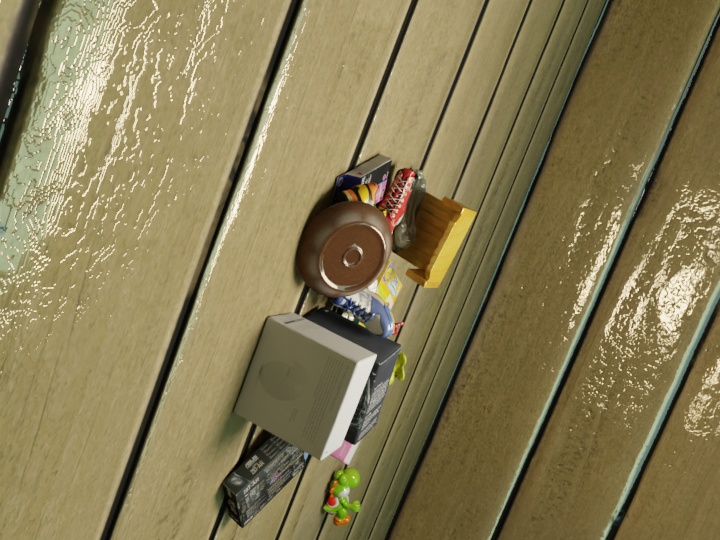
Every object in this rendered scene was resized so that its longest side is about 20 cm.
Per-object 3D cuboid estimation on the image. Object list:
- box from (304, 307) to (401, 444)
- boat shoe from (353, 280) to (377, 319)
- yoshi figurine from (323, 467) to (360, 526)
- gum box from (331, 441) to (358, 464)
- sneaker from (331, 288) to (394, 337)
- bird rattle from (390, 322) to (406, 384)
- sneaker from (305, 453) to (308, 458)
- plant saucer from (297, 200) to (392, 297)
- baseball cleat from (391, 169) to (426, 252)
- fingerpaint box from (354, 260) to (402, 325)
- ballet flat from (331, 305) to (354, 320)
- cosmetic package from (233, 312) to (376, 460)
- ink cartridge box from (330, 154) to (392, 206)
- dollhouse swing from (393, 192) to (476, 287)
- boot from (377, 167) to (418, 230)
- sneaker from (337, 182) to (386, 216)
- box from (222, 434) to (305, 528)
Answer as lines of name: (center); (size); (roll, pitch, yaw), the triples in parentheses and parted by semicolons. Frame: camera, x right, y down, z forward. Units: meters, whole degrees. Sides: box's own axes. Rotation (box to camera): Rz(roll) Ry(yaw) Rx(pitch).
box: (-0.045, 0.217, 1.647); (0.124, 0.198, 0.199); (-27, 138, -63)
boat shoe: (0.000, 0.000, 1.674); (0.069, 0.070, 0.204); (-32, 118, -62)
yoshi figurine: (-0.046, 0.683, 2.428); (0.113, 0.110, 0.202); (-68, 168, -54)
gum box: (-0.039, 0.380, 2.032); (0.202, 0.112, 0.066); (-62, 162, -12)
sneaker: (-0.016, 0.065, 1.603); (0.088, 0.200, 0.075); (-28, 163, -52)
bird rattle: (0.031, 0.196, 1.998); (0.162, 0.202, 0.112); (-34, 134, 21)
sneaker: (-0.136, 0.395, 1.813); (0.079, 0.088, 0.201); (-53, 158, -31)
plant saucer: (-0.022, -0.031, 1.501); (0.197, 0.037, 0.203); (-12, 121, -21)
baseball cleat: (0.100, -0.142, 1.881); (0.106, 0.069, 0.203); (-26, -135, 58)
fingerpaint box: (0.020, 0.066, 1.876); (0.169, 0.073, 0.200); (-62, 162, -9)
ballet flat: (-0.027, 0.080, 1.732); (0.203, 0.072, 0.073); (-70, 162, 3)
cosmetic package: (-0.103, 0.216, 1.504); (0.202, 0.198, 0.123); (-68, 162, 9)
ink cartridge box: (0.001, -0.165, 1.598); (0.200, 0.037, 0.096); (-35, 146, -55)
dollhouse swing: (0.146, -0.091, 1.863); (0.202, 0.174, 0.181); (-62, 161, 9)
boot: (0.065, -0.145, 1.713); (0.200, 0.072, 0.145); (-55, 171, -54)
sneaker: (0.017, -0.081, 1.558); (0.089, 0.070, 0.202); (-25, 130, -15)
box: (-0.201, 0.435, 1.687); (0.200, 0.043, 0.162); (-41, 151, -30)
